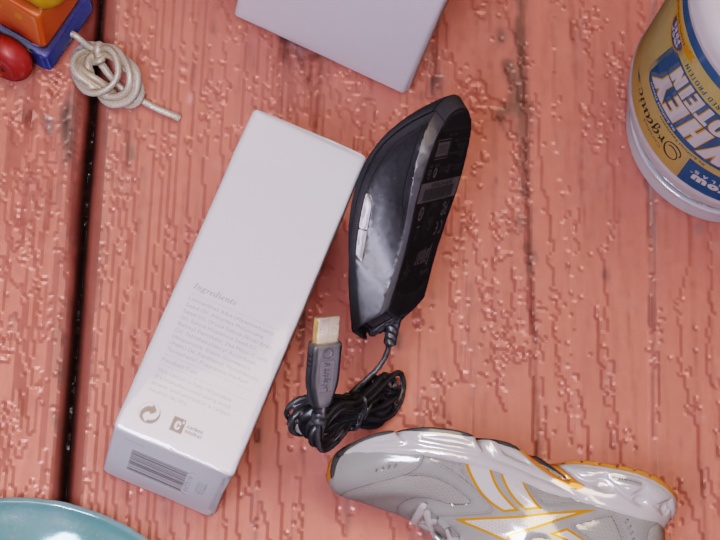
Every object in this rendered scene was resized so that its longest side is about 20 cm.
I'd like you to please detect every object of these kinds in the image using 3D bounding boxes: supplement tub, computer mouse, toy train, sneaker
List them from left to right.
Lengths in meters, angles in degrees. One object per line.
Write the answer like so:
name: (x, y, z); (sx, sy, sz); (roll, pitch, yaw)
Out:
toy train: (-0.182, -0.163, 1.373); (0.200, 0.116, 0.085); (31, 70, 2)
computer mouse: (0.000, 0.000, 1.305); (0.046, 0.140, 0.201); (20, 108, 19)
sneaker: (0.076, 0.145, 1.334); (0.199, 0.076, 0.092); (11, 74, -4)
supplement tub: (0.236, -0.118, 1.380); (0.144, 0.200, 0.145); (3, 70, -8)

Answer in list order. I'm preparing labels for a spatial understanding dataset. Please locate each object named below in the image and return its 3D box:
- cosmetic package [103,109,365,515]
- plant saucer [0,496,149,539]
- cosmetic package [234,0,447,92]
cosmetic package: (-0.070, 0.024, 1.335); (0.071, 0.101, 0.201); (23, 70, -2)
plant saucer: (-0.177, 0.206, 1.258); (0.199, 0.036, 0.200); (8, 42, -7)
cosmetic package: (0.026, -0.244, 1.391); (0.123, 0.199, 0.201); (23, 69, -1)
